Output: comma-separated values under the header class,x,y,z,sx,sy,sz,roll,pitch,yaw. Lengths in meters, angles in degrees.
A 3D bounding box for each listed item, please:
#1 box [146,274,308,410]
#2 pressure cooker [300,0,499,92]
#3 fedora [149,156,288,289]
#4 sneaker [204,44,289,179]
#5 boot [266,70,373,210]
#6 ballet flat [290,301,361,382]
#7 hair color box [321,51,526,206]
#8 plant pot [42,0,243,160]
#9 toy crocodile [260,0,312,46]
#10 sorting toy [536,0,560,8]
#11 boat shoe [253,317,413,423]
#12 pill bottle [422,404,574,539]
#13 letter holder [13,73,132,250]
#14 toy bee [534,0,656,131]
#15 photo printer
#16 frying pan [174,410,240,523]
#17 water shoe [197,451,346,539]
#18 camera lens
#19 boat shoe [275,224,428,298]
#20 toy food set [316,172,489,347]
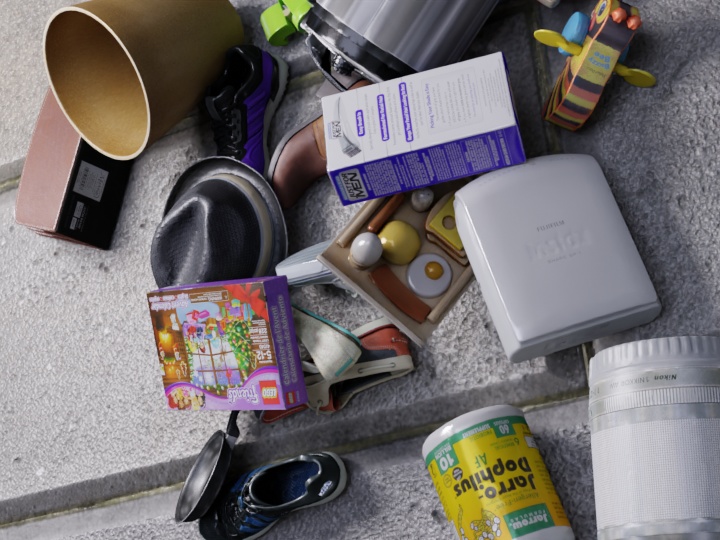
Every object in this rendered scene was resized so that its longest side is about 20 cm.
class,x,y,z,sx,sy,sz,roll,pitch,yaw
box,-0.147,0.081,1.661,0.199,0.039,0.138,-6,96,45
pressure cooker,0.036,-0.277,1.670,0.201,0.178,0.176,-57,27,9
fedora,-0.178,-0.028,1.755,0.199,0.091,0.202,6,103,29
sneaker,-0.152,-0.172,1.803,0.069,0.099,0.201,5,80,33
boot,0.008,-0.107,1.733,0.200,0.068,0.189,37,90,24
ballet flat,-0.078,0.064,1.660,0.200,0.067,0.062,27,78,49
hair color box,0.064,-0.146,1.586,0.199,0.065,0.110,-12,50,8
plant pot,-0.238,-0.256,1.811,0.186,0.200,0.187,29,135,33
toy crocodile,-0.038,-0.339,1.809,0.200,0.062,0.068,-41,61,10
sorting toy,0.185,-0.407,1.654,0.200,0.070,0.199,36,85,11
boat shoe,-0.033,0.123,1.684,0.199,0.071,0.063,-29,68,16
pill bottle,0.145,0.246,1.522,0.112,0.113,0.201,-30,65,20
letter holder,-0.373,-0.143,1.927,0.141,0.100,0.201,12,84,34
toy bee,0.243,-0.240,1.574,0.130,0.109,0.201,0,101,-7
photo printer,0.193,-0.022,1.551,0.165,0.070,0.201,-16,66,-8
frying pan,-0.161,0.201,1.736,0.191,0.031,0.115,-64,14,-10
water shoe,-0.112,0.245,1.690,0.199,0.079,0.072,-29,65,22
camera lens,0.295,0.174,1.424,0.159,0.160,0.201,-10,73,28
boat shoe,0.000,0.000,1.690,0.199,0.074,0.067,-13,107,29
toy food set,0.066,-0.037,1.600,0.143,0.060,0.200,39,70,3
